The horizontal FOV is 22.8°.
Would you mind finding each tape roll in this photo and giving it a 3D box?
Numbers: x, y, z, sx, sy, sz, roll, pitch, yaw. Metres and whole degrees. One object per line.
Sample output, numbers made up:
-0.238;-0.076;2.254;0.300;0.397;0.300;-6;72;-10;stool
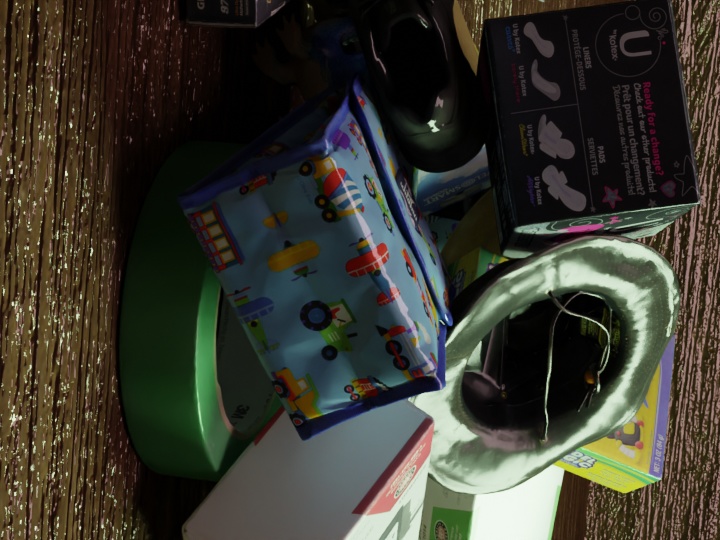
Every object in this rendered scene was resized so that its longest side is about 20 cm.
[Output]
-0.083;0.024;1.056;0.200;0.048;0.201;5;90;-76;tape roll

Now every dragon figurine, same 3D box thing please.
-0.006;-0.110;1.141;0.099;0.059;0.200;-2;64;-39;dragon figurine

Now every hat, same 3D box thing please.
0.101;0.042;1.131;0.081;0.200;0.201;49;-25;44;hat

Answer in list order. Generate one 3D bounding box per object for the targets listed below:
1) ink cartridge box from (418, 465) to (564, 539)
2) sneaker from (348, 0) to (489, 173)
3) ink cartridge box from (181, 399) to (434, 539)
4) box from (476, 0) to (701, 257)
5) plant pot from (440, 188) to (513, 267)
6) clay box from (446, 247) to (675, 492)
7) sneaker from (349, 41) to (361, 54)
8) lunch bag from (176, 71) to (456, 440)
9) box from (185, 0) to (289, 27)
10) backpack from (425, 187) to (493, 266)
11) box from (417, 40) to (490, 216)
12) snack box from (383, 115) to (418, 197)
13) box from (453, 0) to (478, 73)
0.065;0.120;1.351;0.084;0.200;0.146;-11;122;-28;ink cartridge box
0.026;-0.162;1.078;0.091;0.076;0.200;40;28;-72;sneaker
-0.030;0.164;1.093;0.145;0.083;0.200;-51;162;-24;ink cartridge box
0.140;-0.084;1.130;0.200;0.115;0.132;58;24;-85;box
0.135;-0.001;1.429;0.027;0.200;0.200;37;53;-34;plant pot
0.122;0.065;1.225;0.048;0.200;0.115;-31;-138;53;clay box
0.040;-0.221;1.375;0.073;0.082;0.200;6;91;-77;sneaker
-0.004;-0.020;1.021;0.151;0.094;0.200;64;21;-13;lunch bag
-0.059;-0.257;1.043;0.159;0.046;0.200;-57;149;-64;box
0.097;0.004;1.584;0.183;0.134;0.200;70;31;-59;backpack
0.056;-0.104;1.396;0.200;0.122;0.048;52;15;-71;box
0.000;0.000;1.233;0.200;0.068;0.169;93;4;-51;snack box
0.030;-0.221;1.240;0.163;0.021;0.200;27;42;-66;box
